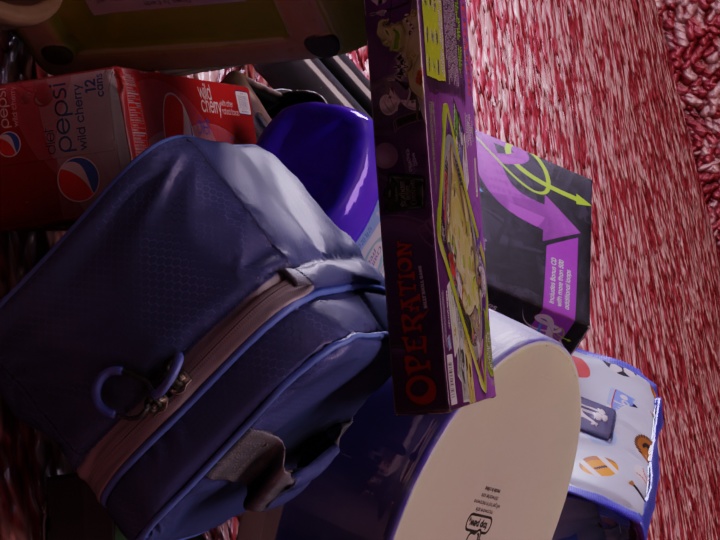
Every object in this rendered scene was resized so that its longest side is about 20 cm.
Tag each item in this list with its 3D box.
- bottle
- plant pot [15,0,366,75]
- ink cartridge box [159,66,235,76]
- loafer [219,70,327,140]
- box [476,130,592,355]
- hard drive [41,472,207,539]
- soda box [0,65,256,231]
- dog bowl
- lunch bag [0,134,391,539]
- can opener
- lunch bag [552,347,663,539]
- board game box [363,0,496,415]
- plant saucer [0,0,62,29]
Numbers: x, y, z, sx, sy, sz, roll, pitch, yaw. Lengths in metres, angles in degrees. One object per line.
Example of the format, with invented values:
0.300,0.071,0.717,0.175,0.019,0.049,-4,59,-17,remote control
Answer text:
0.000,0.000,1.326,0.200,0.065,0.084,62,43,-55,bottle
-0.081,-0.198,1.166,0.199,0.198,0.183,65,27,-55,plant pot
-0.057,-0.215,1.369,0.083,0.145,0.201,-74,153,-62,ink cartridge box
-0.037,-0.068,1.434,0.072,0.063,0.200,49,18,17,loafer
0.048,-0.039,1.636,0.144,0.199,0.036,-84,-161,-49,box
-0.091,0.182,1.204,0.200,0.038,0.141,52,32,-65,hard drive
-0.105,-0.053,1.222,0.200,0.069,0.064,-2,84,-76,soda box
0.026,0.111,1.293,0.200,0.078,0.201,-42,144,-41,dog bowl
-0.060,0.036,1.115,0.132,0.136,0.200,46,11,8,lunch bag
-0.027,-0.133,1.519,0.200,0.067,0.054,47,34,-27,can opener
0.079,0.124,1.600,0.170,0.198,0.125,-72,150,-60,lunch bag
0.030,-0.042,1.145,0.120,0.032,0.202,-1,86,-74,board game box
-0.177,-0.167,0.955,0.200,0.029,0.200,52,17,-22,plant saucer
